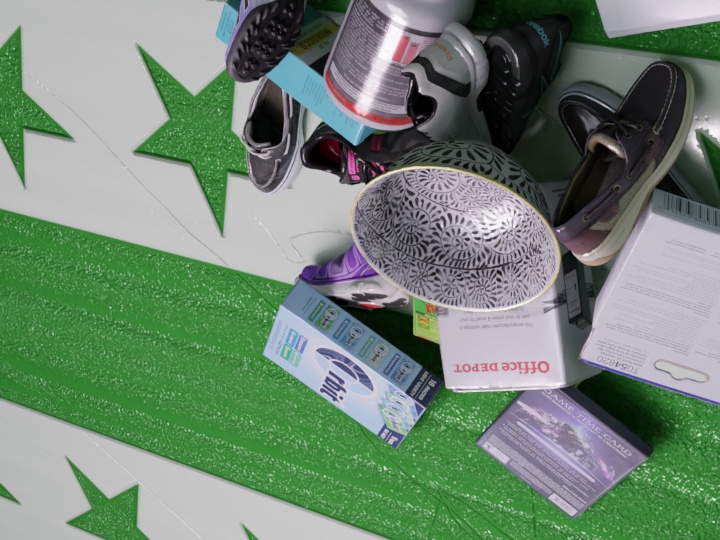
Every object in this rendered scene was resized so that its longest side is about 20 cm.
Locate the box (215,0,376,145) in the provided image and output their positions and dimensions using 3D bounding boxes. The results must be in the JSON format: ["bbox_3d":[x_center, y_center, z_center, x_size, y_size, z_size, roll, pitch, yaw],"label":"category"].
[{"bbox_3d":[-0.050,-0.222,1.610,0.200,0.082,0.049,38,137,14],"label":"box"}]

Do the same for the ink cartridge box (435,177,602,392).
[{"bbox_3d":[0.152,0.015,1.542,0.145,0.084,0.201,-4,94,37],"label":"ink cartridge box"}]

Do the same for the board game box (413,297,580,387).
[{"bbox_3d":[0.151,0.048,1.649,0.199,0.048,0.102,20,129,30],"label":"board game box"}]

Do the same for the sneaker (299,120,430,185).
[{"bbox_3d":[0.020,-0.114,1.622,0.199,0.084,0.077,9,124,37],"label":"sneaker"}]

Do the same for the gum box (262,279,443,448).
[{"bbox_3d":[-0.013,0.112,1.780,0.200,0.045,0.170,35,156,4],"label":"gum box"}]

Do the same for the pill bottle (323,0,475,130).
[{"bbox_3d":[0.044,-0.242,1.488,0.116,0.116,0.200,39,137,13],"label":"pill bottle"}]

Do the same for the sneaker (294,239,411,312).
[{"bbox_3d":[0.000,0.000,1.744,0.080,0.084,0.200,20,166,-33],"label":"sneaker"}]

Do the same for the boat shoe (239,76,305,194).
[{"bbox_3d":[-0.103,-0.159,1.709,0.072,0.071,0.201,33,136,19],"label":"boat shoe"}]

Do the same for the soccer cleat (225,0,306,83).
[{"bbox_3d":[-0.089,-0.286,1.558,0.073,0.068,0.201,31,97,42],"label":"soccer cleat"}]

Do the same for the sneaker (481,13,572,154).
[{"bbox_3d":[0.154,-0.176,1.472,0.076,0.079,0.200,52,161,13],"label":"sneaker"}]

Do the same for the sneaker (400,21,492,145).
[{"bbox_3d":[0.076,-0.150,1.469,0.074,0.080,0.200,45,162,31],"label":"sneaker"}]

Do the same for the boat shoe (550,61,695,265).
[{"bbox_3d":[0.233,-0.104,1.371,0.065,0.201,0.072,32,174,-37],"label":"boat shoe"}]

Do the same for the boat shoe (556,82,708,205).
[{"bbox_3d":[0.255,-0.093,1.452,0.200,0.057,0.069,47,138,4],"label":"boat shoe"}]

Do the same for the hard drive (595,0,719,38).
[{"bbox_3d":[0.283,-0.277,1.321,0.199,0.026,0.132,-2,116,43],"label":"hard drive"}]

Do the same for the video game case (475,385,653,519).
[{"bbox_3d":[0.217,0.191,1.673,0.143,0.019,0.200,38,147,4],"label":"video game case"}]

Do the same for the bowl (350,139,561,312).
[{"bbox_3d":[0.097,-0.060,1.441,0.200,0.094,0.201,12,143,9],"label":"bowl"}]

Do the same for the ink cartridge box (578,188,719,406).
[{"bbox_3d":[0.327,0.034,1.433,0.199,0.041,0.201,18,131,-2],"label":"ink cartridge box"}]
